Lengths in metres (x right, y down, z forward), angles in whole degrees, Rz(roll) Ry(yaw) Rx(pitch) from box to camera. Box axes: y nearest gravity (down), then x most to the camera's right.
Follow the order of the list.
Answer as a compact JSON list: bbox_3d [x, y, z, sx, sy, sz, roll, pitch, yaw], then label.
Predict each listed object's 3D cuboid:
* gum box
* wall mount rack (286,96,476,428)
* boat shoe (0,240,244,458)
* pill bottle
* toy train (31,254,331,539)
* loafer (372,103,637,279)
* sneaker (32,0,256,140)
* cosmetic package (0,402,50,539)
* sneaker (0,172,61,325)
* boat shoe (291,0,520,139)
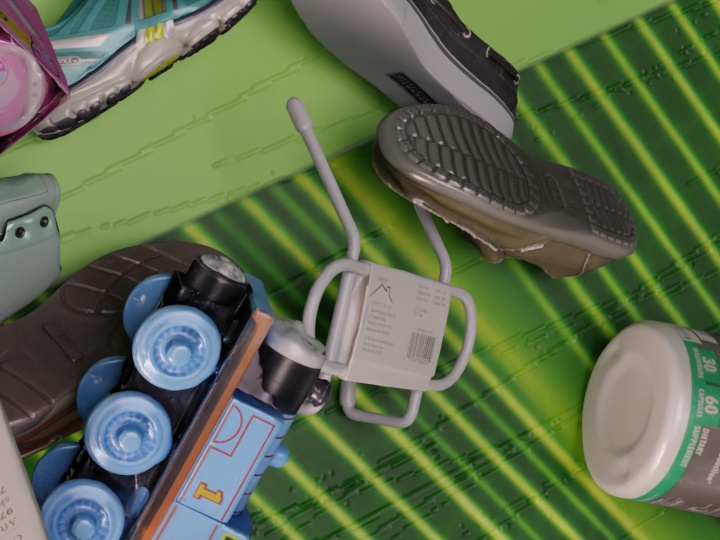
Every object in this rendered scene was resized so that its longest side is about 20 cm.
[{"bbox_3d":[-0.243,-0.158,1.210,0.066,0.114,0.200,-39,122,6],"label":"gum box"},{"bbox_3d":[0.000,0.000,1.374,0.200,0.074,0.174,15,87,-61],"label":"wall mount rack"},{"bbox_3d":[-0.151,0.047,1.338,0.200,0.072,0.076,-25,65,-28],"label":"boat shoe"},{"bbox_3d":[0.250,0.102,1.493,0.200,0.113,0.113,12,86,-24],"label":"pill bottle"},{"bbox_3d":[-0.096,0.091,1.262,0.114,0.087,0.200,27,100,-17],"label":"toy train"},{"bbox_3d":[0.078,-0.036,1.418,0.200,0.070,0.075,23,41,-35],"label":"loafer"},{"bbox_3d":[-0.119,-0.154,1.347,0.200,0.078,0.080,-34,95,-20],"label":"sneaker"},{"bbox_3d":[-0.266,0.122,1.188,0.167,0.166,0.200,-31,140,-21],"label":"cosmetic package"},{"bbox_3d":[-0.227,-0.044,1.268,0.118,0.074,0.201,-36,138,-18],"label":"sneaker"},{"bbox_3d":[0.028,-0.141,1.400,0.200,0.069,0.057,43,57,-41],"label":"boat shoe"}]
